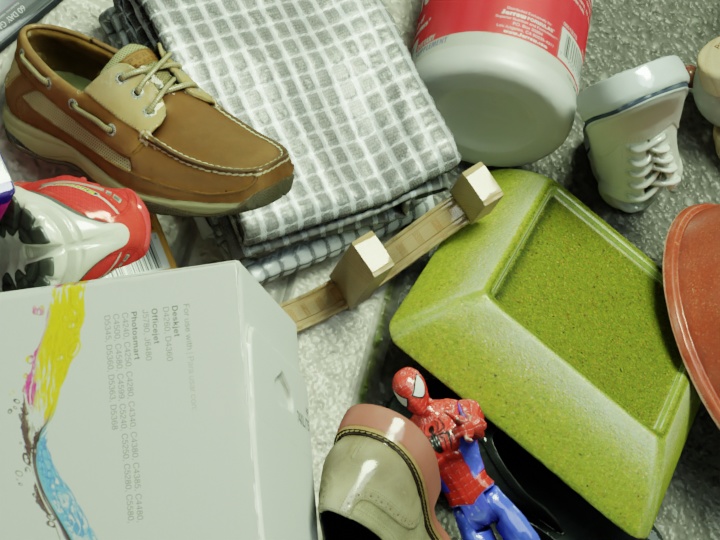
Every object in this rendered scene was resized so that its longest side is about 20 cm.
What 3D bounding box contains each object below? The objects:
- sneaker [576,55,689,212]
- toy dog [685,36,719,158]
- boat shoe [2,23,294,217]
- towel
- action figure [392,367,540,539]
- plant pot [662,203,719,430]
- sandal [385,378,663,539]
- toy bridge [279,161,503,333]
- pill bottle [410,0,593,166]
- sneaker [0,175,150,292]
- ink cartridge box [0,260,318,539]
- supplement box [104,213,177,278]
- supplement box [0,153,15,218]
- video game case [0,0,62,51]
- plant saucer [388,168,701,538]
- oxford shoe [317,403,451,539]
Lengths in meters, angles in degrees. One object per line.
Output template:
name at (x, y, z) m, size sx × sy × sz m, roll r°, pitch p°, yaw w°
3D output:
sneaker at (0.180, -0.083, 1.205) m, size 0.072 × 0.200 × 0.071 m, roll -21°, pitch 80°, yaw 4°
toy dog at (0.289, -0.161, 1.351) m, size 0.199 × 0.133 × 0.096 m, roll -25°, pitch 40°, yaw -37°
boat shoe at (-0.127, -0.088, 1.066) m, size 0.199 × 0.074 × 0.076 m, roll 20°, pitch 34°, yaw 29°
towel at (-0.046, -0.106, 1.165) m, size 0.165 × 0.086 × 0.201 m, roll -20°, pitch 75°, yaw -31°
action figure at (0.068, 0.146, 1.072) m, size 0.201 × 0.065 × 0.099 m, roll 60°, pitch 14°, yaw 3°
plant pot at (0.325, 0.011, 1.180) m, size 0.200 × 0.195 × 0.202 m, roll 30°, pitch 46°, yaw -36°
sandal at (0.106, 0.123, 1.146) m, size 0.200 × 0.048 × 0.076 m, roll 33°, pitch 56°, yaw -7°
toy bridge at (0.000, 0.000, 1.142) m, size 0.199 × 0.067 × 0.027 m, roll -31°, pitch 80°, yaw -22°
pill bottle at (0.097, -0.178, 1.253) m, size 0.111 × 0.112 × 0.201 m, roll 21°, pitch 58°, yaw -14°
sneaker at (-0.170, -0.015, 1.000) m, size 0.084 × 0.199 × 0.078 m, roll -15°, pitch 102°, yaw -31°
ink cartridge box at (-0.132, 0.092, 0.928) m, size 0.198 × 0.147 × 0.147 m, roll -8°, pitch 75°, yaw 8°
supplement box at (-0.122, 0.059, 1.059) m, size 0.068 × 0.067 × 0.201 m, roll -11°, pitch 71°, yaw -31°
supplement box at (-0.257, -0.026, 0.955) m, size 0.101 × 0.200 × 0.104 m, roll -16°, pitch 72°, yaw -31°
video game case at (-0.289, -0.199, 1.136) m, size 0.200 × 0.019 × 0.143 m, roll 43°, pitch 55°, yaw 0°
plant saucer at (0.137, 0.034, 1.174) m, size 0.199 × 0.048 × 0.200 m, roll 39°, pitch 40°, yaw -3°
oxford shoe at (0.013, 0.163, 1.015) m, size 0.075 × 0.070 × 0.201 m, roll -57°, pitch 141°, yaw -38°
